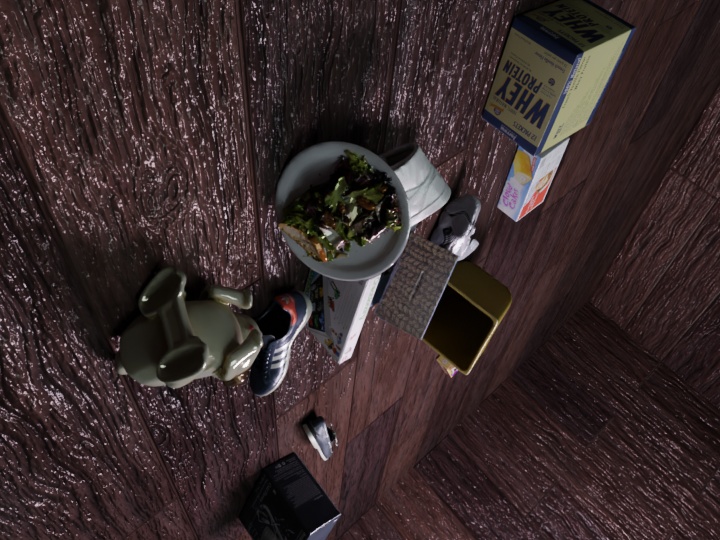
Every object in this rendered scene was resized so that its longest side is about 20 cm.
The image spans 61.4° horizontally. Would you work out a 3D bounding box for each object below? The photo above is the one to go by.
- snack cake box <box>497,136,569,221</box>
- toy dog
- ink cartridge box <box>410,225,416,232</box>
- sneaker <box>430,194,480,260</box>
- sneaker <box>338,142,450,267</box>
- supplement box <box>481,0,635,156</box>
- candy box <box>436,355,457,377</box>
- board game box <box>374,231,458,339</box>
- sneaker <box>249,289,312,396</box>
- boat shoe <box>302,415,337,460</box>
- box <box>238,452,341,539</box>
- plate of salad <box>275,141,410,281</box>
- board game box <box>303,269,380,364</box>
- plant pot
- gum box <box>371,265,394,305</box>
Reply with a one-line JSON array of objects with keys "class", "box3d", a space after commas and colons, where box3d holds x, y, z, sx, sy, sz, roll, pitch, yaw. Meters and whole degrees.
[{"class": "snack cake box", "box3d": [0.405, -0.228, 1.429, 0.114, 0.067, 0.203, -35, 152, -29]}, {"class": "toy dog", "box3d": [-0.215, 0.106, 0.833, 0.193, 0.141, 0.199, -41, 157, 16]}, {"class": "ink cartridge box", "box3d": [0.035, -0.121, 0.988, 0.197, 0.068, 0.118, -12, 136, -51]}, {"class": "sneaker", "box3d": [0.217, -0.089, 1.321, 0.113, 0.075, 0.203, -20, 148, -45]}, {"class": "sneaker", "box3d": [0.021, -0.098, 0.866, 0.198, 0.074, 0.116, -37, 126, 9]}, {"class": "supplement box", "box3d": [0.352, -0.353, 1.094, 0.197, 0.134, 0.203, -31, 150, -32]}, {"class": "candy box", "box3d": [0.341, 0.252, 2.002, 0.200, 0.056, 0.117, -47, 155, -5]}, {"class": "board game box", "box3d": [0.101, 0.030, 1.150, 0.200, 0.095, 0.163, 27, 88, -87]}, {"class": "sneaker", "box3d": [-0.157, 0.124, 1.024, 0.084, 0.074, 0.205, 0, 118, -59]}, {"class": "boat shoe", "box3d": [-0.093, 0.418, 1.529, 0.061, 0.075, 0.202, -30, 143, -7]}, {"class": "box", "box3d": [-0.180, 0.612, 1.511, 0.122, 0.196, 0.203, -11, 136, -51]}, {"class": "plate of salad", "box3d": [-0.028, -0.072, 0.823, 0.203, 0.196, 0.048, -64, 178, 31]}, {"class": "board game box", "box3d": [-0.042, 0.045, 1.029, 0.034, 0.126, 0.203, -22, 145, -39]}, {"class": "plant pot", "box3d": [0.273, 0.094, 1.541, 0.199, 0.194, 0.198, -32, 152, -47]}, {"class": "gum box", "box3d": [0.000, 0.000, 1.127, 0.168, 0.044, 0.203, -23, 146, -44]}]
